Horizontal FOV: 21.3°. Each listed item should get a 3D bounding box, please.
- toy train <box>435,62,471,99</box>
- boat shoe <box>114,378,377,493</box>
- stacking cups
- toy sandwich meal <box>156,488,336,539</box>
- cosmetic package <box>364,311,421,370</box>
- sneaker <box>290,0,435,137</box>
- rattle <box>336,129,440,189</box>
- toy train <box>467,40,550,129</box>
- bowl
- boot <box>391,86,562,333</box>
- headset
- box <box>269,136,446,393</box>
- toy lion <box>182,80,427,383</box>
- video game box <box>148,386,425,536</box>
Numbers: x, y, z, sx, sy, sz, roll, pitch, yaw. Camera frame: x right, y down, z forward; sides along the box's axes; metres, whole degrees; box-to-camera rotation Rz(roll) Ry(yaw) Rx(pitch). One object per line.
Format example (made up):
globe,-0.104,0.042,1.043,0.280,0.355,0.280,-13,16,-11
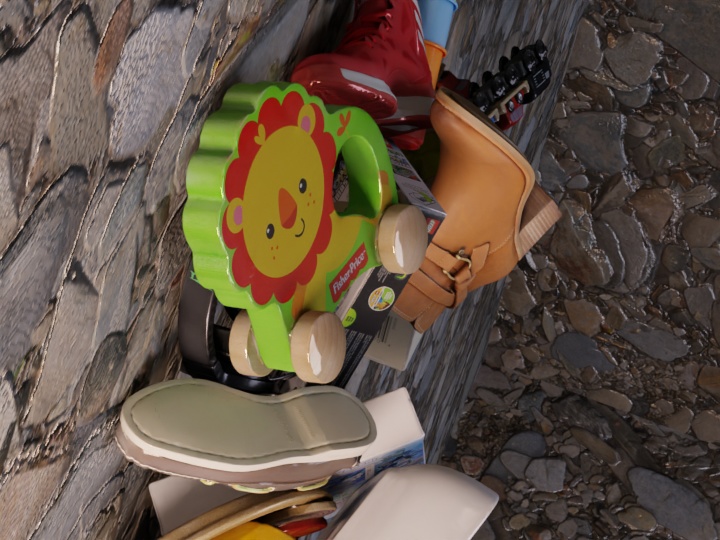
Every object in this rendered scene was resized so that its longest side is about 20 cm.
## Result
toy train,0.078,-0.141,1.601,0.201,0.046,0.034,57,30,-20
boat shoe,-0.080,0.114,1.252,0.199,0.072,0.060,2,139,-42
stacking cups,0.049,-0.197,1.533,0.061,0.060,0.202,47,54,-81
toy sandwich meal,-0.098,0.220,1.323,0.204,0.071,0.205,-27,164,-8
cosmetic package,0.035,-0.011,1.836,0.201,0.103,0.088,-63,170,-49
sneaker,-0.005,-0.165,1.409,0.200,0.078,0.117,11,69,-69
rattle,-0.015,-0.082,1.595,0.200,0.142,0.131,-31,110,-54
toy train,0.112,-0.137,1.566,0.200,0.034,0.046,-44,117,-54
bowl,-0.001,0.217,1.351,0.200,0.075,0.200,-50,-179,-17
boot,0.063,-0.038,1.461,0.155,0.074,0.200,-41,139,1
headset,-0.088,0.035,1.320,0.124,0.093,0.201,-63,154,-29
box,-0.017,0.008,1.411,0.201,0.035,0.110,-60,-145,22
toy lion,-0.041,-0.041,1.226,0.200,0.068,0.193,-50,136,-44
video game box,-0.049,0.158,1.429,0.182,0.198,0.047,84,-15,-76
